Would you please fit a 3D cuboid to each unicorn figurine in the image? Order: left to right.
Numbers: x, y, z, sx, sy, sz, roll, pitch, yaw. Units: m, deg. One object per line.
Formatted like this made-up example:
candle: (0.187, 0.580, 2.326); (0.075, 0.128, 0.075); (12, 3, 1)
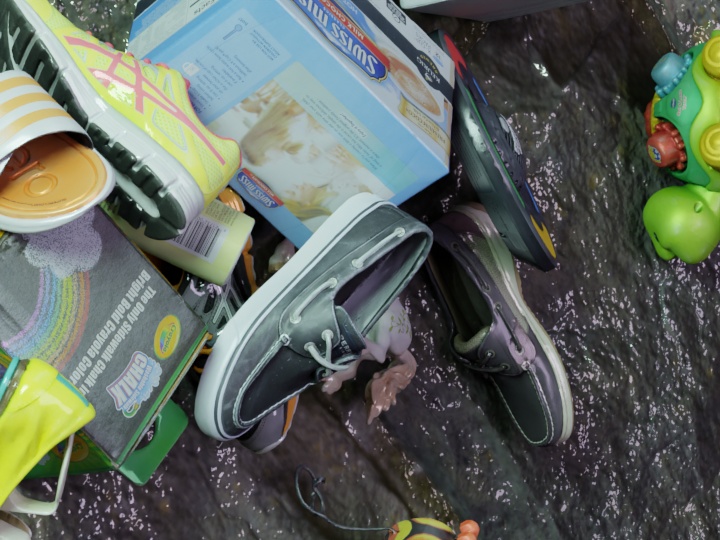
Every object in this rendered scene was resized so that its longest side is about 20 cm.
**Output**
unicorn figurine: (0.000, 0.000, 1.665); (0.137, 0.074, 0.201); (-26, 116, -51)

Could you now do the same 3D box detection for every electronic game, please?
electronic game: (0.099, -0.090, 1.712); (0.200, 0.042, 0.200); (61, 9, -17)

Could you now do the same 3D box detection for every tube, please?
tube: (-0.168, -0.056, 1.498); (0.200, 0.052, 0.058); (27, 21, -6)

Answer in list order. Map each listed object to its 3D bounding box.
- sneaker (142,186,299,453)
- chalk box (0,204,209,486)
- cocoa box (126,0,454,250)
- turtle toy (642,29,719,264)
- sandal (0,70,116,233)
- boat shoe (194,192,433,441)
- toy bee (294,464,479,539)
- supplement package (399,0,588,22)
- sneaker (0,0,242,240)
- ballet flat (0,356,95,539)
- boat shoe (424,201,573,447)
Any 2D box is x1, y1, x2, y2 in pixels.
sneaker: (-0.105, 0.032, 1.559); (0.077, 0.078, 0.201); (-17, 84, -42)
chalk box: (-0.192, 0.050, 1.443); (0.200, 0.124, 0.125); (51, 53, -25)
cocoa box: (-0.047, -0.134, 1.564); (0.200, 0.133, 0.131); (43, 30, -27)
turtle toy: (0.289, -0.105, 1.909); (0.146, 0.101, 0.201); (23, 69, -63)
sandal: (-0.232, -0.094, 1.383); (0.079, 0.207, 0.059); (-37, 142, -21)
boat shoe: (-0.027, 0.038, 1.502); (0.200, 0.068, 0.072); (-48, 141, -17)
toy bee: (0.041, 0.225, 1.618); (0.131, 0.108, 0.200); (-88, 155, -47)
supplement package: (0.107, -0.258, 1.711); (0.200, 0.117, 0.118); (-10, 90, -70)
sneaker: (-0.156, -0.110, 1.468); (0.090, 0.078, 0.200); (-35, 78, -34)
ballet flat: (-0.219, 0.139, 1.364); (0.067, 0.200, 0.067); (28, 27, -11)
boat shoe: (0.099, 0.048, 1.741); (0.065, 0.072, 0.200); (-26, 97, -36)
